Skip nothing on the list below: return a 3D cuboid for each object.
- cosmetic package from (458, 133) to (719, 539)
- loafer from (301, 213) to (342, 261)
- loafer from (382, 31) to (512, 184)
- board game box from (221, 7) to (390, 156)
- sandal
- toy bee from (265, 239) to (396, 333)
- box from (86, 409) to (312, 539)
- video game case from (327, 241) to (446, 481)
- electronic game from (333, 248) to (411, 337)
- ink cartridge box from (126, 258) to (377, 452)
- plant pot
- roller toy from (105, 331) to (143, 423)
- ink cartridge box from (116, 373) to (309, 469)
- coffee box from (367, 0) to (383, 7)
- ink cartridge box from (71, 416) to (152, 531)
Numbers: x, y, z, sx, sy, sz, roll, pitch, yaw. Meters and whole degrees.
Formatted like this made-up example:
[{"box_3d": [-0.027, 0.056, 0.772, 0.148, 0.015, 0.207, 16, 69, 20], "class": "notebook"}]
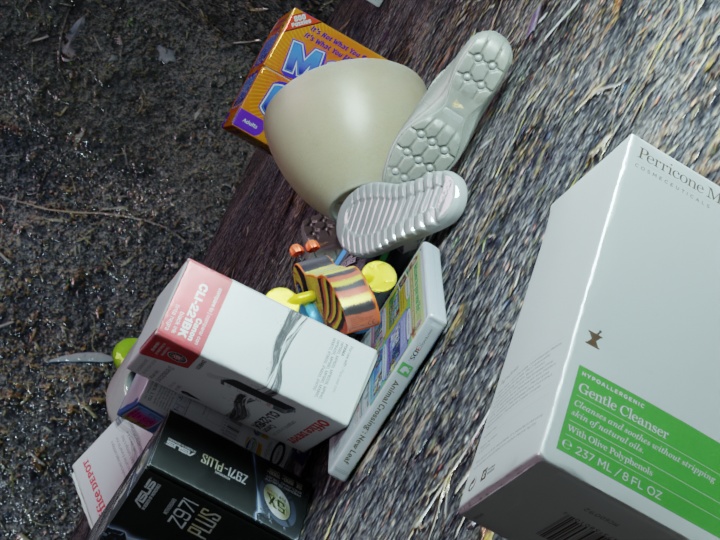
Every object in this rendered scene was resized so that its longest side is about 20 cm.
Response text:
[{"box_3d": [0.133, 0.047, 0.760, 0.085, 0.107, 0.200, -47, 19, 54], "class": "cosmetic package"}, {"box_3d": [-0.035, 0.003, 1.873, 0.070, 0.070, 0.200, -15, 32, 6], "class": "loafer"}, {"box_3d": [0.093, -0.163, 1.631, 0.200, 0.070, 0.070, -52, 2, 13], "class": "loafer"}, {"box_3d": [-0.075, -0.261, 2.375, 0.200, 0.199, 0.200, -62, 11, -1], "class": "board game box"}, {"box_3d": [0.046, -0.051, 1.589, 0.202, 0.050, 0.083, -8, 66, 53], "class": "sandal"}, {"box_3d": [-0.043, 0.021, 1.533, 0.131, 0.109, 0.200, -15, -5, -39], "class": "toy bee"}, {"box_3d": [-0.167, 0.260, 1.516, 0.200, 0.163, 0.086, -54, 12, 33], "class": "box"}, {"box_3d": [0.025, 0.081, 1.454, 0.182, 0.022, 0.200, -58, 9, 17], "class": "video game case"}, {"box_3d": [0.000, 0.000, 1.701, 0.200, 0.042, 0.200, -51, 16, 21], "class": "electronic game"}, {"box_3d": [-0.104, 0.085, 1.455, 0.084, 0.200, 0.144, -69, 11, -23], "class": "ink cartridge box"}, {"box_3d": [-0.005, -0.131, 1.793, 0.200, 0.200, 0.135, -50, 44, 48], "class": "plant pot"}, {"box_3d": [-0.235, 0.162, 2.077, 0.140, 0.200, 0.183, -54, 24, 32], "class": "roller toy"}, {"box_3d": [-0.125, 0.129, 1.565, 0.076, 0.200, 0.137, -31, 32, 62], "class": "ink cartridge box"}, {"box_3d": [0.054, -0.649, 3.151, 0.200, 0.080, 0.114, -59, 10, 14], "class": "coffee box"}, {"box_3d": [-0.209, 0.204, 1.686, 0.200, 0.083, 0.145, -47, 37, 8], "class": "ink cartridge box"}]
